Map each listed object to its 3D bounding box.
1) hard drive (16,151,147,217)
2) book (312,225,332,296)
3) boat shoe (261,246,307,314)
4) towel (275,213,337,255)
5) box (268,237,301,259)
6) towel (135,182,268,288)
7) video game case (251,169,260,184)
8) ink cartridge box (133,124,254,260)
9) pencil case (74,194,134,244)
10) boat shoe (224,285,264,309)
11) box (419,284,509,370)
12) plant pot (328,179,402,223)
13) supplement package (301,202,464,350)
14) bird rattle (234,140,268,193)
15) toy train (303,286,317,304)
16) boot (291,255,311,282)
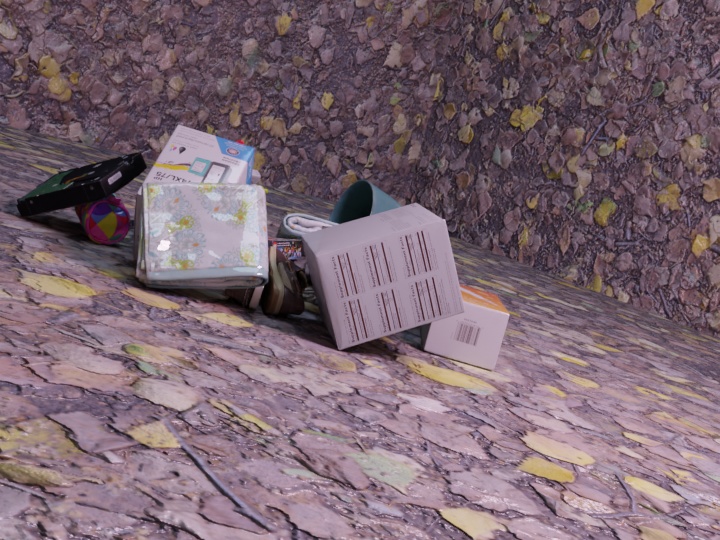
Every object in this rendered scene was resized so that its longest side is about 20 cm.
[{"bbox_3d":[-0.490,-0.150,1.734,0.196,0.038,0.140,-9,23,24],"label":"hard drive"},{"bbox_3d":[0.000,0.000,1.784,0.198,0.137,0.048,8,1,-44],"label":"book"},{"bbox_3d":[-0.122,0.021,1.597,0.071,0.073,0.200,13,16,-13],"label":"boat shoe"},{"bbox_3d":[-0.075,-0.045,1.997,0.196,0.049,0.172,16,-24,-8],"label":"towel"},{"bbox_3d":[-0.227,-0.048,1.876,0.196,0.039,0.136,6,3,20],"label":"box"},{"bbox_3d":[-0.239,-0.056,1.497,0.195,0.174,0.048,1,-28,-11],"label":"towel"},{"bbox_3d":[-0.312,-0.130,1.899,0.180,0.200,0.024,7,42,-48],"label":"video game case"},{"bbox_3d":[-0.279,-0.113,1.662,0.144,0.148,0.202,16,43,0],"label":"ink cartridge box"},{"bbox_3d":[-0.461,-0.105,1.765,0.087,0.090,0.199,12,7,-26],"label":"pencil case"},{"bbox_3d":[-0.188,0.009,1.590,0.058,0.073,0.200,17,13,-11],"label":"boat shoe"},{"bbox_3d":[0.173,0.087,1.679,0.122,0.099,0.200,16,7,-1],"label":"box"},{"bbox_3d":[0.034,-0.085,2.304,0.159,0.204,0.200,24,3,-27],"label":"plant pot"},{"bbox_3d":[0.029,0.003,1.501,0.196,0.150,0.191,-16,13,-6],"label":"supplement package"},{"bbox_3d":[-0.257,-0.137,1.817,0.160,0.114,0.201,-21,-37,11],"label":"bird rattle"},{"bbox_3d":[-0.020,0.048,1.676,0.196,0.087,0.116,8,-10,9],"label":"toy train"},{"bbox_3d":[-0.077,0.012,1.880,0.129,0.071,0.200,9,2,6],"label":"boot"}]
